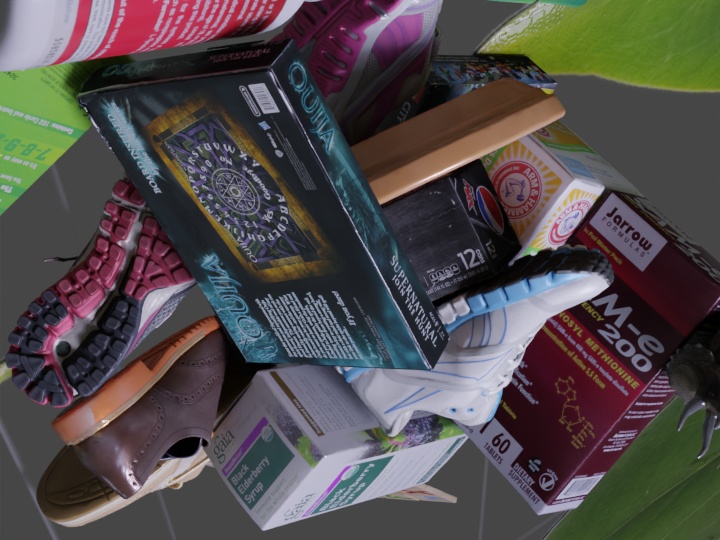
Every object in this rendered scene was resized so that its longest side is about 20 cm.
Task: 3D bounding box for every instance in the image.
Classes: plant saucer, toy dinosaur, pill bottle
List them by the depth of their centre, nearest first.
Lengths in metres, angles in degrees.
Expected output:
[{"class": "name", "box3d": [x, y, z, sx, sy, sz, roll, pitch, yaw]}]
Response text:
[{"class": "pill bottle", "box3d": [-0.092, -0.161, 0.614, 0.200, 0.112, 0.112, -16, 140, -36]}, {"class": "plant saucer", "box3d": [0.024, -0.067, 0.788, 0.200, 0.037, 0.200, -26, -177, 1]}, {"class": "toy dinosaur", "box3d": [0.254, 0.061, 0.851, 0.102, 0.077, 0.200, -38, 159, 16]}]

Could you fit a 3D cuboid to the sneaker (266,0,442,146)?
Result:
[{"class": "sneaker", "box3d": [0.009, -0.151, 0.780, 0.088, 0.081, 0.200, -6, 140, -50]}]

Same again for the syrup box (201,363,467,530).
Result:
[{"class": "syrup box", "box3d": [-0.009, 0.115, 0.934, 0.200, 0.081, 0.079, -4, 137, -55]}]

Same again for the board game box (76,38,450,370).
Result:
[{"class": "board game box", "box3d": [-0.050, -0.027, 0.698, 0.028, 0.135, 0.200, -57, 132, -37]}]

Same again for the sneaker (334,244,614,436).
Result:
[{"class": "sneaker", "box3d": [0.080, 0.049, 0.835, 0.200, 0.087, 0.075, -26, -178, 31]}]

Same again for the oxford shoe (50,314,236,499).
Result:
[{"class": "oxford shoe", "box3d": [-0.124, 0.086, 0.870, 0.071, 0.073, 0.200, -32, -176, 32]}]

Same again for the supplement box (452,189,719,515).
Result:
[{"class": "supplement box", "box3d": [0.158, 0.057, 0.892, 0.061, 0.109, 0.200, 7, 124, -54]}]

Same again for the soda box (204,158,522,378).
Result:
[{"class": "soda box", "box3d": [0.000, 0.000, 0.862, 0.200, 0.071, 0.063, -24, -176, 27]}]

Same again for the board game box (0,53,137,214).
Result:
[{"class": "board game box", "box3d": [-0.212, -0.062, 0.685, 0.200, 0.030, 0.096, -46, 148, 1]}]

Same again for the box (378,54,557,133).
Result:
[{"class": "box", "box3d": [0.045, -0.064, 0.957, 0.137, 0.038, 0.200, -7, 135, -44]}]

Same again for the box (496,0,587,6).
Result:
[{"class": "box", "box3d": [0.145, -0.259, 0.820, 0.117, 0.048, 0.200, -7, 132, -44]}]

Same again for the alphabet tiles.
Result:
[{"class": "alphabet tiles", "box3d": [-0.035, 0.167, 1.068, 0.200, 0.167, 0.008, 34, 59, -58]}]

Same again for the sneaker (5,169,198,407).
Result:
[{"class": "sneaker", "box3d": [-0.138, -0.006, 0.803, 0.200, 0.081, 0.075, -46, -177, -6]}]

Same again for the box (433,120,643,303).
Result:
[{"class": "box", "box3d": [0.085, -0.012, 0.929, 0.112, 0.101, 0.200, 9, 123, -54]}]

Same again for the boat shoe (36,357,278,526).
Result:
[{"class": "boat shoe", "box3d": [-0.138, 0.126, 0.953, 0.200, 0.074, 0.069, -35, 142, -13]}]
